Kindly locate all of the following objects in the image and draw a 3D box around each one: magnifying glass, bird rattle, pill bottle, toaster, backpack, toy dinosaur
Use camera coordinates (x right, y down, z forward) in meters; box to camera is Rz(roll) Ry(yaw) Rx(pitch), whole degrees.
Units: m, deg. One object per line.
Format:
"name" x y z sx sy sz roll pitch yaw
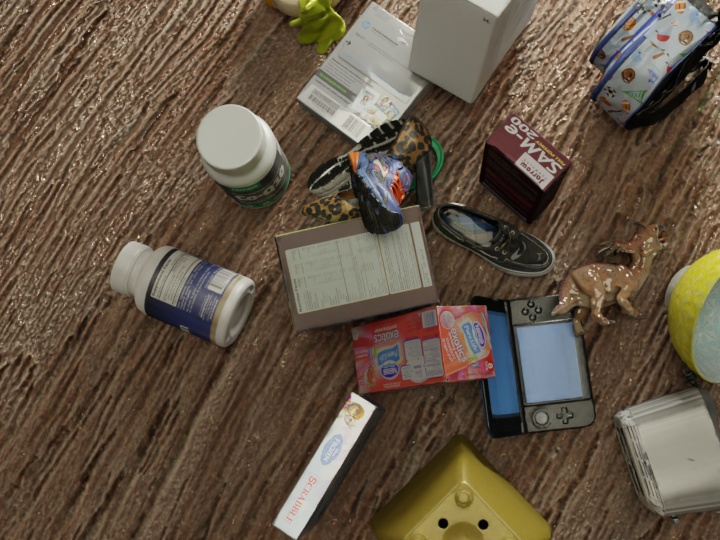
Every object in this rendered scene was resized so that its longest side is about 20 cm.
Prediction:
"magnifying glass" 0.051 -0.130 1.391 0.080 0.022 0.200 42 84 11
"bird rattle" -0.064 -0.461 1.420 0.163 0.113 0.201 24 80 25
"pill bottle" -0.174 -0.168 1.324 0.113 0.200 0.114 -1 81 5
"pill bottle" -0.270 0.030 1.345 0.199 0.111 0.111 22 83 9
"toaster" 0.439 0.248 1.246 0.129 0.114 0.201 -16 81 4
"backpack" 0.423 -0.308 1.309 0.154 0.200 0.191 38 92 15
"toy dinosaur" 0.352 0.014 1.297 0.199 0.086 0.136 -15 79 -7

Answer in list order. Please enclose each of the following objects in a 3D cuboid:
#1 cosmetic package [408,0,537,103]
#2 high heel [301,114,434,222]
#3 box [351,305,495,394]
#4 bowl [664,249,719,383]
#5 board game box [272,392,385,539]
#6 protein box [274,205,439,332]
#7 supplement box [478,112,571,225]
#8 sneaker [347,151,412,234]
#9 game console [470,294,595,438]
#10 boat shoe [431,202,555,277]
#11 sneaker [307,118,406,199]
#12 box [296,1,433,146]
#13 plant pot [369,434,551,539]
"cosmetic package" 0.177 -0.395 1.308 0.123 0.200 0.200 30 66 9
"high heel" 0.006 -0.146 1.282 0.199 0.071 0.143 -9 117 -2
"box" 0.084 0.114 1.250 0.094 0.200 0.103 1 77 -36
"bowl" 0.501 0.047 1.264 0.200 0.200 0.108 -48 37 -4
"board game box" -0.038 0.267 1.240 0.041 0.200 0.200 30 84 9
"protein box" 0.000 0.000 1.274 0.199 0.199 0.136 -12 89 3
"supplement box" 0.232 -0.141 1.284 0.109 0.200 0.061 43 86 10
"sneaker" 0.032 -0.113 1.166 0.078 0.200 0.076 -12 122 -3
"game console" 0.249 0.132 1.276 0.170 0.118 0.201 -7 81 2
"boat shoe" 0.200 -0.051 1.339 0.199 0.066 0.070 29 84 9
"sneaker" 0.020 -0.157 1.354 0.199 0.080 0.074 -29 35 11
"box" 0.020 -0.301 1.411 0.156 0.041 0.200 36 87 9
"plant pot" 0.136 0.358 1.209 0.194 0.200 0.196 -44 79 -3
